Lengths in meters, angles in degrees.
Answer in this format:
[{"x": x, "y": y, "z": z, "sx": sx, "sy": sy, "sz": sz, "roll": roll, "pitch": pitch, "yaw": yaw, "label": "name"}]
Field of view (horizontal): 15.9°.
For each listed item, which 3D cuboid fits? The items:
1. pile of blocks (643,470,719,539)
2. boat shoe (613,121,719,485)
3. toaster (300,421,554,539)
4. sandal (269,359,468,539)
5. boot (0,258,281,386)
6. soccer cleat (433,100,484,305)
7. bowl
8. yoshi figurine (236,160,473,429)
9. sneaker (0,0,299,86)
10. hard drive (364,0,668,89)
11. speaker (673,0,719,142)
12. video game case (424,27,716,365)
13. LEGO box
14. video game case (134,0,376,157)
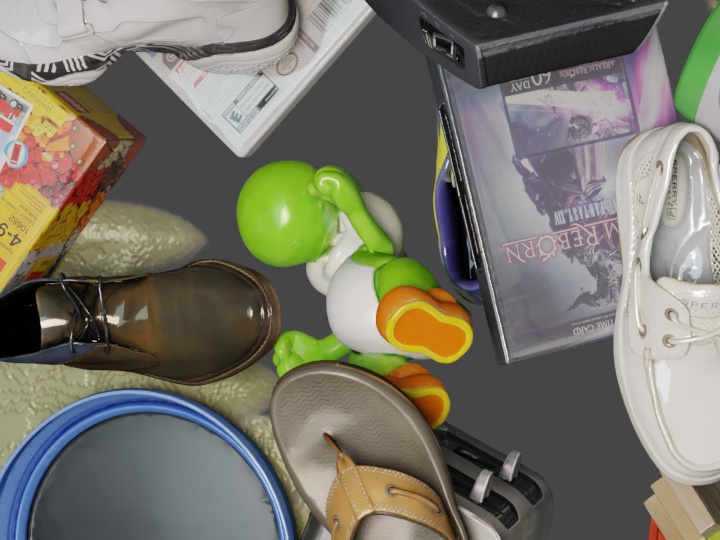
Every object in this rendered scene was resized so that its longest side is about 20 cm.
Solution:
[{"x": 0.216, "y": 0.203, "z": 1.444, "sx": 0.062, "sy": 0.082, "sz": 0.200, "roll": -39, "pitch": 83, "yaw": 14, "label": "pile of blocks"}, {"x": 0.179, "y": 0.017, "z": 1.414, "sx": 0.070, "sy": 0.069, "sz": 0.202, "roll": -6, "pitch": 85, "yaw": -14, "label": "boat shoe"}, {"x": 0.019, "y": 0.188, "z": 1.447, "sx": 0.118, "sy": 0.181, "sz": 0.201, "roll": 23, "pitch": 98, "yaw": 12, "label": "toaster"}, {"x": 0.013, "y": 0.140, "z": 1.329, "sx": 0.081, "sy": 0.055, "sz": 0.201, "roll": -20, "pitch": 89, "yaw": 11, "label": "sandal"}, {"x": -0.137, "y": 0.035, "z": 1.482, "sx": 0.199, "sy": 0.097, "sz": 0.075, "roll": -7, "pitch": 90, "yaw": 48, "label": "boot"}, {"x": 0.070, "y": -0.080, "z": 1.468, "sx": 0.064, "sy": 0.084, "sz": 0.202, "roll": -4, "pitch": 91, "yaw": 20, "label": "soccer cleat"}, {"x": -0.131, "y": 0.172, "z": 1.563, "sx": 0.199, "sy": 0.039, "sz": 0.202, "roll": 1, "pitch": 93, "yaw": 16, "label": "bowl"}, {"x": -0.015, "y": 0.002, "z": 1.444, "sx": 0.112, "sy": 0.200, "sz": 0.112, "roll": -30, "pitch": 127, "yaw": 0, "label": "yoshi figurine"}, {"x": -0.136, "y": -0.168, "z": 1.470, "sx": 0.198, "sy": 0.115, "sz": 0.076, "roll": 0, "pitch": 58, "yaw": 2, "label": "sneaker"}, {"x": 0.064, "y": -0.167, "z": 1.413, "sx": 0.200, "sy": 0.134, "sz": 0.043, "roll": 48, "pitch": 144, "yaw": 45, "label": "hard drive"}, {"x": 0.276, "y": -0.079, "z": 1.411, "sx": 0.199, "sy": 0.088, "sz": 0.089, "roll": 28, "pitch": 100, "yaw": 13, "label": "speaker"}, {"x": 0.119, "y": -0.060, "z": 1.448, "sx": 0.142, "sy": 0.019, "sz": 0.201, "roll": -13, "pitch": 88, "yaw": -23, "label": "video game case"}, {"x": -0.255, "y": -0.082, "z": 1.564, "sx": 0.200, "sy": 0.077, "sz": 0.149, "roll": 39, "pitch": 102, "yaw": 11, "label": "LEGO box"}, {"x": -0.092, "y": -0.188, "z": 1.544, "sx": 0.200, "sy": 0.018, "sz": 0.143, "roll": 45, "pitch": 104, "yaw": 9, "label": "video game case"}]
